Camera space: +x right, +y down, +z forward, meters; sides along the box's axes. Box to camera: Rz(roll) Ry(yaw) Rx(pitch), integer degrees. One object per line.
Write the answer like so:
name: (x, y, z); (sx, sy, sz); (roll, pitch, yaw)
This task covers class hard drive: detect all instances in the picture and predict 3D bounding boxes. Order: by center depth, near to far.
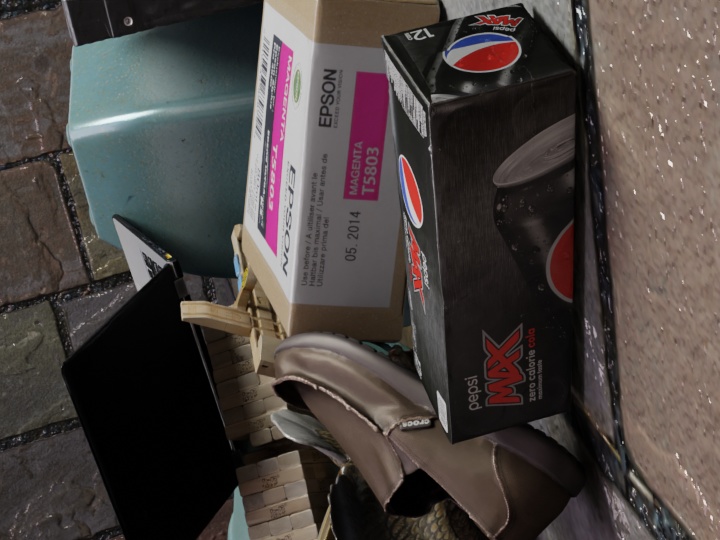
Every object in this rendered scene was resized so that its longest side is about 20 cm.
hard drive: (-0.113, -0.205, 0.968); (0.140, 0.198, 0.038); (-129, 24, -69)

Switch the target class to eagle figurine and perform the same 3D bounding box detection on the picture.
eagle figurine: (0.043, 0.146, 0.841); (0.151, 0.150, 0.203); (-20, 80, 61)

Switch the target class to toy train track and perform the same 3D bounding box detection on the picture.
toy train track: (-0.065, 0.009, 0.930); (0.200, 0.113, 0.033); (-111, 39, -62)

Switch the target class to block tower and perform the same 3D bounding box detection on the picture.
block tower: (-0.057, 0.122, 0.962); (0.058, 0.053, 0.202); (16, -123, -66)

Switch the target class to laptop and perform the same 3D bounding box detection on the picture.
laptop: (-0.164, 0.088, 0.989); (0.200, 0.115, 0.189); (32, 141, 56)

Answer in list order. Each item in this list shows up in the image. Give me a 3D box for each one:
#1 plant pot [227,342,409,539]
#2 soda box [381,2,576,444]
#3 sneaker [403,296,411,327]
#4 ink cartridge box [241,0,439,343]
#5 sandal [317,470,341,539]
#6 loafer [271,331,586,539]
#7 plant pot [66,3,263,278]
plant pot: (-0.019, 0.166, 1.094); (0.201, 0.198, 0.198); (-119, 25, -56)
soda box: (0.058, -0.016, 0.638); (0.064, 0.070, 0.202); (-114, 13, -49)
sneaker: (0.000, 0.000, 0.986); (0.200, 0.081, 0.075); (-155, 51, -78)
ink cartridge box: (-0.018, -0.078, 0.836); (0.165, 0.074, 0.203); (-127, 41, -67)
sandal: (0.012, 0.148, 0.951); (0.054, 0.080, 0.201); (-33, 28, 43)
loafer: (0.021, 0.092, 0.737); (0.199, 0.071, 0.073); (21, 165, 36)
plant pot: (-0.124, -0.116, 1.086); (0.198, 0.197, 0.197); (85, 178, -46)
